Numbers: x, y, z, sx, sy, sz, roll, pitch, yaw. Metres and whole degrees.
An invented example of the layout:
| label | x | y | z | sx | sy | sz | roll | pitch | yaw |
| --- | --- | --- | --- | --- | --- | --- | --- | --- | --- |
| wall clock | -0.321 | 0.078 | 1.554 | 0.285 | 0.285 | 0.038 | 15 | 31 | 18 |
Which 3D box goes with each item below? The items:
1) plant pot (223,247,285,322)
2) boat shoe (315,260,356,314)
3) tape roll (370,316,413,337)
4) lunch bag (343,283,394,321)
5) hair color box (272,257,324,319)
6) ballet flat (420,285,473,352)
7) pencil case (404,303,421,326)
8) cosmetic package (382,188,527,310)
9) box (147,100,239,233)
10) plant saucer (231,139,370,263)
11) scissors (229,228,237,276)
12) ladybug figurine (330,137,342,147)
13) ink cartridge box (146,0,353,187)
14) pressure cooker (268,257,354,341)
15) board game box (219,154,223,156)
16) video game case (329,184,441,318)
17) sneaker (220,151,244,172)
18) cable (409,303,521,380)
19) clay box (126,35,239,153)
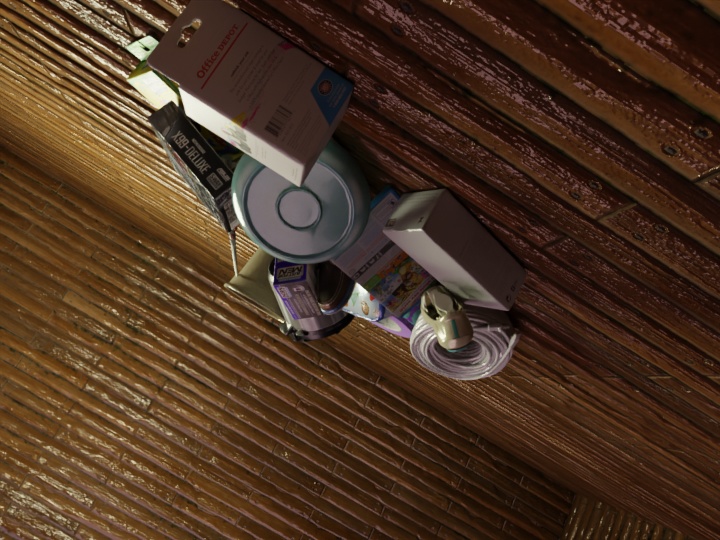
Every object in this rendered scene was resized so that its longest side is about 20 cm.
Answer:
| label | x | y | z | sx | sy | sz | roll | pitch | yaw |
| --- | --- | --- | --- | --- | --- | --- | --- | --- | --- |
| plant pot | -0.203 | 0.009 | 1.282 | 0.197 | 0.186 | 0.201 | 28 | 169 | 6 |
| boat shoe | -0.049 | -0.029 | 0.855 | 0.071 | 0.204 | 0.072 | -15 | 144 | 30 |
| tape roll | 0.055 | 0.086 | 1.284 | 0.197 | 0.067 | 0.201 | 29 | 166 | 8 |
| lunch bag | 0.000 | 0.000 | 0.963 | 0.198 | 0.074 | 0.164 | 14 | 117 | 56 |
| hair color box | -0.100 | -0.032 | 0.909 | 0.063 | 0.204 | 0.110 | -9 | 144 | 9 |
| ballet flat | 0.127 | 0.057 | 0.804 | 0.069 | 0.070 | 0.200 | 32 | -172 | -12 |
| pencil case | 0.111 | 0.074 | 1.077 | 0.198 | 0.093 | 0.086 | 35 | -157 | -22 |
| cosmetic package | 0.137 | -0.027 | 0.750 | 0.199 | 0.075 | 0.101 | 40 | 163 | -28 |
| box | -0.257 | -0.158 | 0.851 | 0.158 | 0.050 | 0.200 | 50 | 167 | 3 |
| plant saucer | -0.083 | -0.089 | 0.718 | 0.195 | 0.028 | 0.204 | 1 | 124 | 2 |
| scissors | -0.298 | -0.091 | 1.195 | 0.071 | 0.205 | 0.014 | 13 | -166 | 13 |
| ladybug figurine | -0.071 | -0.147 | 0.759 | 0.134 | 0.073 | 0.200 | 12 | 157 | 49 |
| ink cartridge box | -0.121 | -0.204 | 0.589 | 0.198 | 0.117 | 0.068 | 32 | 165 | -4 |
| pressure cooker | -0.099 | 0.054 | 1.144 | 0.172 | 0.180 | 0.203 | -9 | 120 | 17 |
| board game box | -0.200 | -0.152 | 1.038 | 0.149 | 0.048 | 0.201 | 24 | 164 | 25 |
| video game case | 0.054 | -0.021 | 0.821 | 0.199 | 0.143 | 0.018 | 40 | -165 | -34 |
| sneaker | -0.169 | -0.161 | 0.840 | 0.199 | 0.076 | 0.076 | 34 | 162 | 41 |
| cable | 0.195 | 0.133 | 1.004 | 0.195 | 0.070 | 0.202 | 9 | 139 | 8 |
| clay box | -0.278 | -0.266 | 0.818 | 0.114 | 0.048 | 0.200 | 13 | 158 | 48 |
